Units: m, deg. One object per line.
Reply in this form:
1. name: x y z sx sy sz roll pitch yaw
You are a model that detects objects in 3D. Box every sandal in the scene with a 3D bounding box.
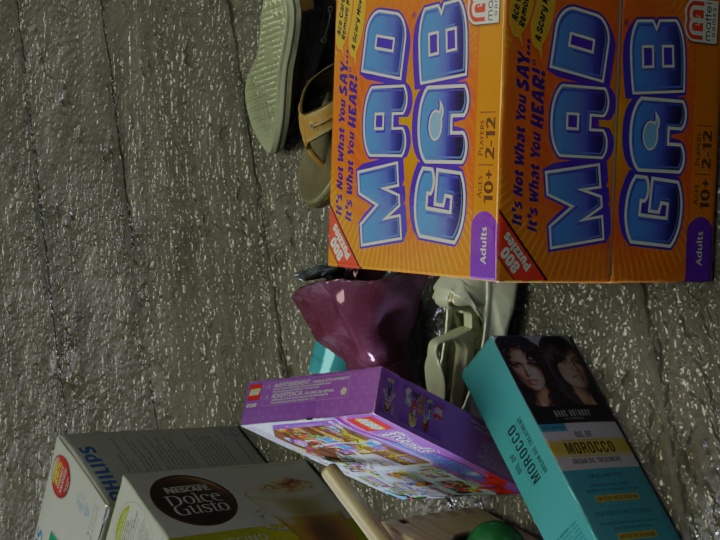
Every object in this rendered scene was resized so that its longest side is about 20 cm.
1. sandal: -0.025 -0.153 1.541 0.201 0.054 0.080 -68 31 27

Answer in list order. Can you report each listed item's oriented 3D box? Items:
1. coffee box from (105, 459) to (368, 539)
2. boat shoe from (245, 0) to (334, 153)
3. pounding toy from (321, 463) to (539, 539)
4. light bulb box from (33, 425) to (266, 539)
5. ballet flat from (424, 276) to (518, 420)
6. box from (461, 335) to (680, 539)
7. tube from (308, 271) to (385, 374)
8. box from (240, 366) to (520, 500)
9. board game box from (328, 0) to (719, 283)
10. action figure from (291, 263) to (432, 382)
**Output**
1. coffee box: -0.112 0.309 1.543 0.198 0.199 0.201 43 124 46
2. boat shoe: -0.064 -0.188 1.605 0.075 0.062 0.201 56 148 33
3. pounding toy: 0.068 0.264 1.327 0.184 0.141 0.202 21 109 53
4. light bulb box: -0.203 0.269 1.676 0.125 0.199 0.199 43 124 47
5. ballet flat: 0.086 0.044 1.378 0.069 0.069 0.202 14 100 54
6. box: 0.155 0.140 1.263 0.049 0.082 0.201 -55 48 37
7. tube: 0.000 0.000 1.526 0.077 0.050 0.201 22 101 51
8. box: 0.025 0.130 1.326 0.136 0.200 0.039 -9 62 40
9. board game box: 0.115 -0.096 1.221 0.199 0.199 0.201 5 95 55
10. action figure: 0.016 0.084 1.473 0.134 0.148 0.201 1 110 67
